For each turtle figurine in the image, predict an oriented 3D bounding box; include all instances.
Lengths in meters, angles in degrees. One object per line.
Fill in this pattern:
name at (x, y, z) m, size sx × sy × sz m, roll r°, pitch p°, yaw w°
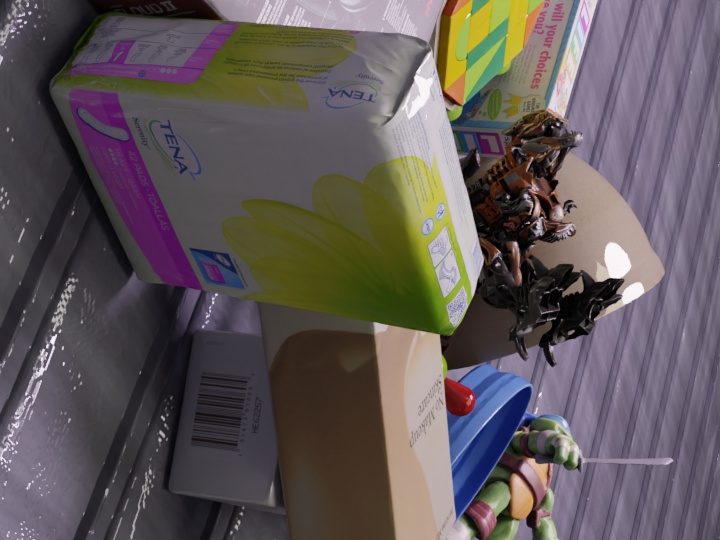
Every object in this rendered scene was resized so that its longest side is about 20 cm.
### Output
turtle figurine at (0.155, 0.211, 1.453) m, size 0.194 × 0.200 × 0.144 m, roll -42°, pitch 170°, yaw -28°

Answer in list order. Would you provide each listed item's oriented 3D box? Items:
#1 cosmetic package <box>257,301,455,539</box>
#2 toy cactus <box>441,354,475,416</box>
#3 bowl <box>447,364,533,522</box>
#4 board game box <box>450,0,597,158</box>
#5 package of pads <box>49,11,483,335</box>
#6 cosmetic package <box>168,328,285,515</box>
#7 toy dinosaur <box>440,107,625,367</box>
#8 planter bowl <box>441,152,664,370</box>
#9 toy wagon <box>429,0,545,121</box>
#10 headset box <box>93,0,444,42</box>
cosmetic package at (0.001, 0.080, 0.993) m, size 0.105 × 0.071 × 0.201 m, roll -50°, pitch 138°, yaw -57°
toy cactus at (0.000, 0.000, 1.094) m, size 0.165 × 0.102 × 0.200 m, roll 33°, pitch 26°, yaw -34°
bowl at (0.052, 0.154, 1.253) m, size 0.201 × 0.039 × 0.201 m, roll -49°, pitch 164°, yaw -19°
board game box at (0.097, -0.172, 1.276) m, size 0.034 × 0.134 × 0.200 m, roll 65°, pitch 37°, yaw -50°
package of pads at (-0.045, -0.053, 0.869) m, size 0.068 × 0.199 × 0.155 m, roll -61°, pitch 147°, yaw -36°
cosmetic package at (-0.040, 0.104, 1.084) m, size 0.200 × 0.074 × 0.102 m, roll 27°, pitch 71°, yaw -65°
toy dinosaur at (0.100, -0.008, 1.182) m, size 0.102 × 0.136 × 0.200 m, roll -17°, pitch 136°, yaw -44°
planter bowl at (0.111, -0.025, 1.302) m, size 0.135 × 0.200 × 0.200 m, roll 67°, pitch 28°, yaw -6°
toy wagon at (0.092, -0.197, 1.171) m, size 0.200 × 0.039 × 0.155 m, roll -44°, pitch 150°, yaw -40°
headset box at (-0.048, -0.164, 0.938) m, size 0.200 × 0.077 × 0.149 m, roll 40°, pitch 59°, yaw -40°
